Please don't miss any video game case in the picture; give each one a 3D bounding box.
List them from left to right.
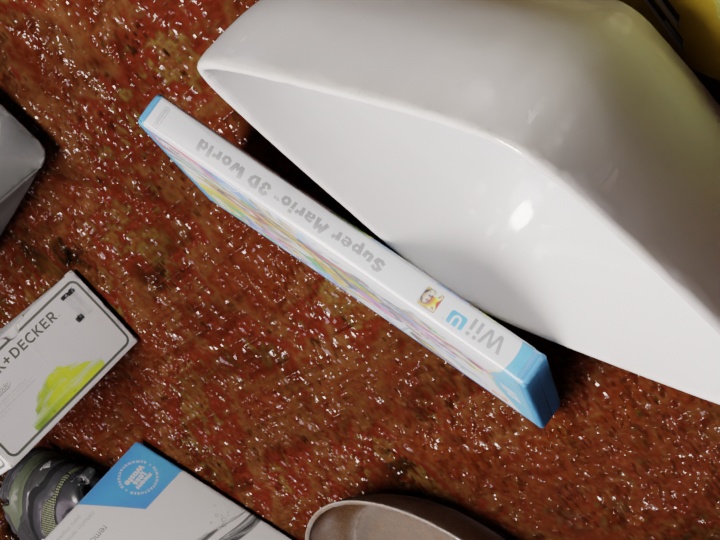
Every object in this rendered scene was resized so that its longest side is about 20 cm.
[{"bbox_3d":[0.000,0.000,0.799,0.200,0.018,0.143,34,175,14],"label":"video game case"}]

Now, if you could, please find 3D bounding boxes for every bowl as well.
[{"bbox_3d":[0.062,-0.039,0.641,0.200,0.075,0.200,19,163,48],"label":"bowl"}]

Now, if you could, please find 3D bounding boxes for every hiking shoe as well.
[{"bbox_3d":[-0.174,0.215,1.245,0.101,0.076,0.200,5,132,49],"label":"hiking shoe"}]

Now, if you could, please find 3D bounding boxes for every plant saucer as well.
[{"bbox_3d":[0.057,0.195,1.014,0.200,0.032,0.200,27,145,22],"label":"plant saucer"}]

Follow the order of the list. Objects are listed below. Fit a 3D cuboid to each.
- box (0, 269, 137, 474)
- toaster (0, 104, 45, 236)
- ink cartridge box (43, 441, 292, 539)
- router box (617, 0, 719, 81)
[{"bbox_3d":[-0.229,0.082,1.113,0.060,0.117,0.200,47,147,-7],"label":"box"},{"bbox_3d":[-0.294,-0.061,1.014,0.181,0.119,0.200,45,148,-2],"label":"toaster"},{"bbox_3d":[-0.095,0.210,1.117,0.200,0.116,0.068,29,146,19],"label":"ink cartridge box"},{"bbox_3d":[0.112,-0.149,0.530,0.157,0.052,0.200,27,145,23],"label":"router box"}]
